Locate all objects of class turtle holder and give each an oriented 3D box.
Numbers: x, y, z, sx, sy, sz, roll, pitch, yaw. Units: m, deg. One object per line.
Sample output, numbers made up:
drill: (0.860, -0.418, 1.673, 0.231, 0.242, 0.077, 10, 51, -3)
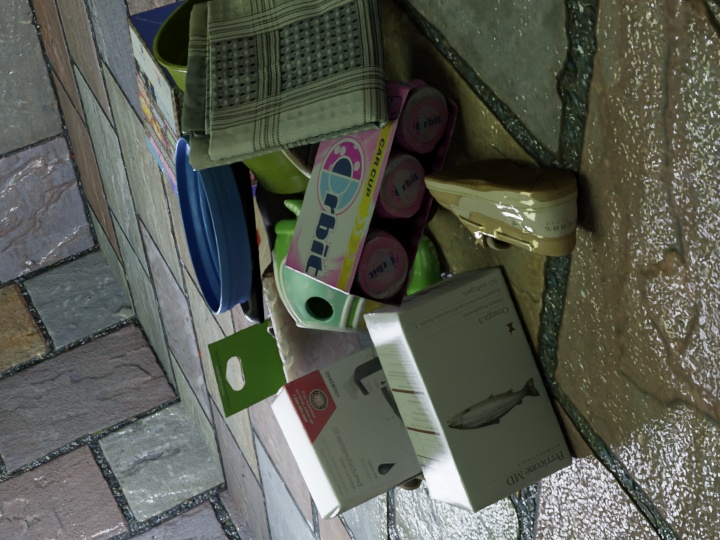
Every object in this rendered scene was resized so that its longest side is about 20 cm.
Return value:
turtle holder: (-0.004, 0.000, 1.404, 0.141, 0.183, 0.133, 164, 112, -83)

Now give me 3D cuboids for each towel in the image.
towel: (-0.039, 0.047, 1.543, 0.032, 0.191, 0.202, 4, 121, 32)
towel: (-0.074, -0.194, 1.205, 0.035, 0.198, 0.194, 50, -148, -57)

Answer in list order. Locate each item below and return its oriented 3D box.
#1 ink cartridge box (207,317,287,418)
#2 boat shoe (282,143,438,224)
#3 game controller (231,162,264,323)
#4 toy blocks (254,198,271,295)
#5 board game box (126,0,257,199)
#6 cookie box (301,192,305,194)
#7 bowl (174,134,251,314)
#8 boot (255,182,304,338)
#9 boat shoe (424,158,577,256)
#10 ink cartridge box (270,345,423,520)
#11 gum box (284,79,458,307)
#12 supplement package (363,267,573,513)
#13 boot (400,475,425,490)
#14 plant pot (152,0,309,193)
ink cartridge box: (-0.087, 0.130, 1.734, 0.076, 0.198, 0.149, 50, 157, 43)
boat shoe: (-0.016, -0.106, 1.309, 0.199, 0.072, 0.076, 38, 175, -13)
game controller: (-0.131, -0.040, 1.509, 0.104, 0.042, 0.202, -128, 29, -56)
toy blocks: (-0.109, -0.068, 1.743, 0.201, 0.099, 0.137, -108, 31, -41)
board game box: (-0.200, -0.197, 1.587, 0.160, 0.096, 0.201, 55, 157, 39)
cookie box: (-0.100, -0.163, 1.616, 0.201, 0.075, 0.172, 61, 161, 20)
bowl: (-0.165, -0.054, 1.469, 0.200, 0.039, 0.203, 168, 90, -73)
boot: (-0.082, 0.004, 1.548, 0.200, 0.070, 0.148, 48, -132, -49)
boat shoe: (0.114, -0.050, 1.095, 0.200, 0.073, 0.070, -156, 52, -66)
ink cartridge box: (0.025, 0.159, 1.421, 0.147, 0.198, 0.085, 63, 157, 12)
gum box: (0.011, -0.081, 1.211, 0.113, 0.066, 0.202, 22, 97, 54)
supplement package: (0.102, 0.113, 1.267, 0.202, 0.116, 0.117, 68, 163, -4)
boot: (0.054, 0.228, 1.649, 0.200, 0.070, 0.147, 52, 164, 44)
plant pot: (-0.087, -0.194, 1.382, 0.200, 0.199, 0.194, 44, 164, 52)
